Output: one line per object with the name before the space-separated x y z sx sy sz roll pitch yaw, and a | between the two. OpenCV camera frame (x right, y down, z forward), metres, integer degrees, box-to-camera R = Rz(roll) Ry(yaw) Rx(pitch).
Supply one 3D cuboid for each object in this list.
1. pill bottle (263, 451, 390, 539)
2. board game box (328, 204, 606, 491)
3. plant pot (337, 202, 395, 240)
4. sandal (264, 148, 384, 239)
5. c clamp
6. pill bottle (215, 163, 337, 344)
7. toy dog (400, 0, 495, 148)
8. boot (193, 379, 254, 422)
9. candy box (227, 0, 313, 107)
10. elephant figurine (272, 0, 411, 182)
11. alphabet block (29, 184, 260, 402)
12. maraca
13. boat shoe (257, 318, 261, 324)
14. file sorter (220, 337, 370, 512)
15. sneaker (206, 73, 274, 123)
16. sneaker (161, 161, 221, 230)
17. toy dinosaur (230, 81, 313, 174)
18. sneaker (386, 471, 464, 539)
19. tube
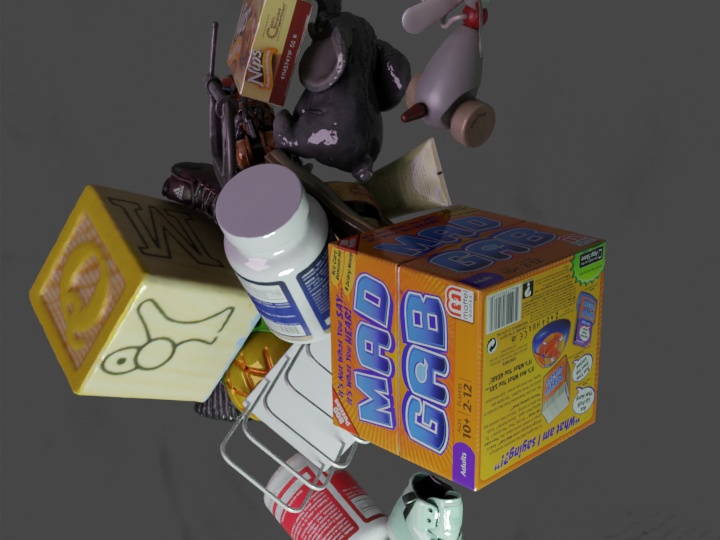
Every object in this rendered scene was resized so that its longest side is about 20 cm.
pill bottle | -0.027 0.333 1.418 0.200 0.112 0.113 45 132 28
board game box | 0.106 0.066 1.110 0.199 0.199 0.202 17 115 43
plant pot | 0.000 0.000 1.296 0.199 0.027 0.201 20 132 24
sandal | -0.018 -0.074 1.197 0.200 0.054 0.080 40 166 8
c clamp | -0.166 -0.181 1.278 0.200 0.027 0.172 -119 31 -60
pill bottle | -0.079 -0.016 1.176 0.116 0.116 0.201 38 163 32
toy dog | 0.084 -0.221 1.110 0.131 0.096 0.202 9 110 45
boot | -0.229 0.125 1.591 0.210 0.079 0.159 17 116 43
candy box | -0.106 -0.267 1.243 0.200 0.055 0.116 -115 42 -67
elephant figurine | -0.019 -0.220 1.213 0.154 0.141 0.202 19 104 10
alphabet block | -0.270 0.033 1.394 0.196 0.199 0.197 -56 50 20
maraca | -0.109 0.121 1.436 0.136 0.107 0.201 30 125 -4
boat shoe | -0.178 -0.002 1.497 0.200 0.071 0.072 43 131 29
file sorter | -0.053 0.167 1.311 0.138 0.125 0.200 39 118 -4
sneaker | -0.142 -0.152 1.392 0.075 0.084 0.202 -23 86 49
sneaker | -0.196 -0.080 1.404 0.076 0.115 0.200 -68 28 23
toy dinosaur | -0.121 -0.132 1.293 0.101 0.202 0.136 2 149 11
sneaker | 0.108 0.331 1.294 0.200 0.073 0.119 45 139 31
tube | 0.025 -0.085 1.266 0.058 0.052 0.199 42 142 -24
